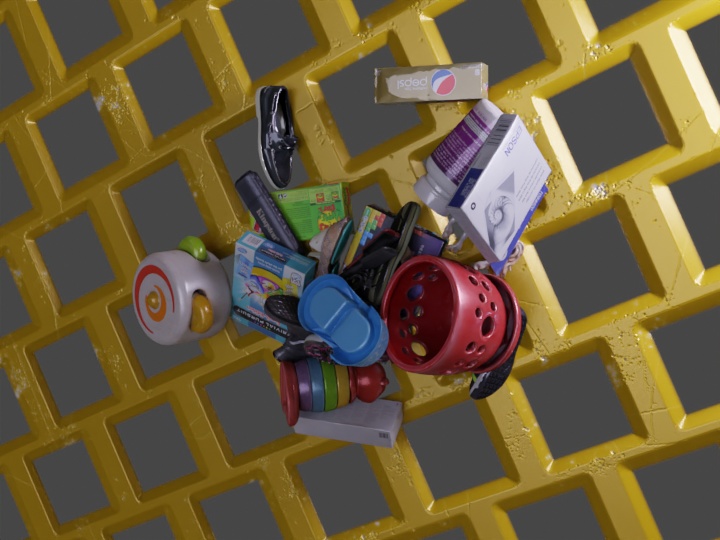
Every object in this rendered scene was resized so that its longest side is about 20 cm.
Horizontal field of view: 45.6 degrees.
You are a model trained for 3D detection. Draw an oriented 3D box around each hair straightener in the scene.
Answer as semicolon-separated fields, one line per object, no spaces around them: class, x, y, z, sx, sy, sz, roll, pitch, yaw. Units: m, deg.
hair straightener;0.000;0.000;1.535;0.200;0.041;0.077;-32;43;45

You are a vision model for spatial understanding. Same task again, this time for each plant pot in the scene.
plant pot;0.159;0.084;1.481;0.200;0.182;0.202;-15;69;47

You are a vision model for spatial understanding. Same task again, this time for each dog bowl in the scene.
dog bowl;-0.027;0.091;1.500;0.112;0.050;0.200;-50;52;4

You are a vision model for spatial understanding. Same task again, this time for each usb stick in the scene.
usb stick;-0.173;-0.097;1.637;0.055;0.033;0.201;-33;87;24

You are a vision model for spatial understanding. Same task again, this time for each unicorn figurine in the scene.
unicorn figurine;0.215;-0.074;1.519;0.137;0.074;0.200;-41;128;21

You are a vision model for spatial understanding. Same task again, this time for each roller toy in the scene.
roller toy;-0.356;0.053;1.685;0.182;0.139;0.201;-39;70;40

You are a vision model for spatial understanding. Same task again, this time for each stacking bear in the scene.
stacking bear;-0.047;0.215;1.622;0.199;0.121;0.114;-5;100;-11

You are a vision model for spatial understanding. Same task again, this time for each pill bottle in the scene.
pill bottle;0.187;-0.194;1.512;0.112;0.112;0.200;46;108;8

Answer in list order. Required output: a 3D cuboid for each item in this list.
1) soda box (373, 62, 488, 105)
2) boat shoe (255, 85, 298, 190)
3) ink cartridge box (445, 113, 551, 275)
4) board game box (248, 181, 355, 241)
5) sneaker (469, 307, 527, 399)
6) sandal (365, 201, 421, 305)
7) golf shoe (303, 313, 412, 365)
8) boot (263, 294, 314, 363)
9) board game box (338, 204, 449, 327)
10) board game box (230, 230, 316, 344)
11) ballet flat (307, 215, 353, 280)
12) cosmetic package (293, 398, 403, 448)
soda box;0.126;-0.334;1.538;0.199;0.068;0.064;0;98;19
boat shoe;-0.151;-0.257;1.639;0.066;0.074;0.201;-8;85;31
ink cartridge box;0.245;-0.120;1.426;0.040;0.200;0.200;14;66;45
board game box;-0.116;-0.108;1.660;0.199;0.048;0.102;-6;96;20
sneaker;0.240;0.139;1.574;0.083;0.071;0.201;35;110;41
sandal;0.069;-0.024;1.539;0.057;0.080;0.202;23;98;-24
golf shoe;-0.005;0.123;1.573;0.199;0.073;0.093;-2;56;4
boot;-0.126;0.124;1.606;0.132;0.199;0.070;-46;44;24
board game box;0.053;0.000;1.612;0.165;0.057;0.201;25;104;15
board game box;-0.171;0.040;1.651;0.150;0.047;0.201;24;132;15
ballet flat;-0.067;-0.028;1.610;0.067;0.068;0.201;25;128;11
cosmetic package;-0.024;0.285;1.656;0.199;0.083;0.051;6;128;18
